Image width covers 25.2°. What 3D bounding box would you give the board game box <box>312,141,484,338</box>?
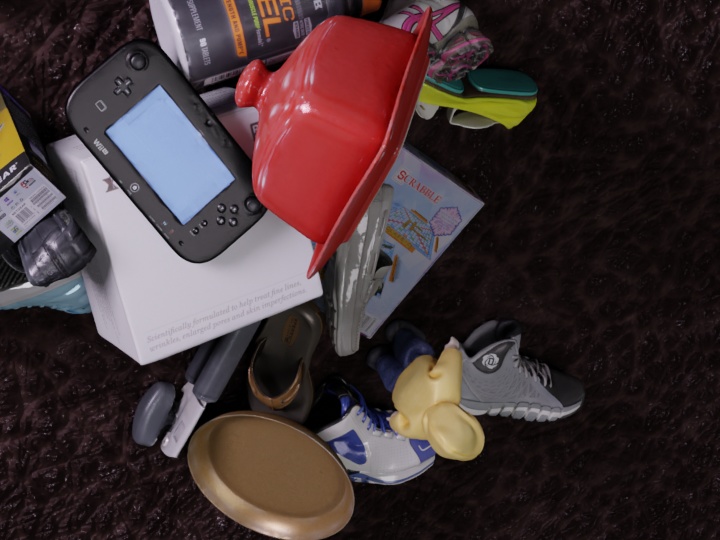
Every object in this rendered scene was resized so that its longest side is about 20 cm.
[{"bbox_3d":[0.000,-0.048,1.707,0.199,0.041,0.200,32,105,-38],"label":"board game box"}]

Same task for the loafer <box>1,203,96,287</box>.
[{"bbox_3d":[-0.297,-0.035,1.462,0.070,0.200,0.068,-37,116,-9],"label":"loafer"}]

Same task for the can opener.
[{"bbox_3d":[-0.179,0.112,1.722,0.066,0.053,0.201,16,113,-35],"label":"can opener"}]

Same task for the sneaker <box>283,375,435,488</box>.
[{"bbox_3d":[0.000,0.181,1.843,0.197,0.081,0.116,-5,127,-22],"label":"sneaker"}]

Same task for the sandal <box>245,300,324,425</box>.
[{"bbox_3d":[-0.085,0.109,1.732,0.081,0.055,0.201,26,134,7],"label":"sandal"}]

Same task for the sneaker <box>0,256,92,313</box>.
[{"bbox_3d":[-0.295,0.017,1.582,0.198,0.074,0.083,-17,124,-15],"label":"sneaker"}]

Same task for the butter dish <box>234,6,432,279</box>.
[{"bbox_3d":[-0.039,-0.134,1.398,0.146,0.201,0.200,26,137,-7],"label":"butter dish"}]

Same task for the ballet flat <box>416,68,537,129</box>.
[{"bbox_3d":[0.093,-0.182,1.650,0.198,0.067,0.067,9,132,-33],"label":"ballet flat"}]

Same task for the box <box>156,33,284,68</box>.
[{"bbox_3d":[-0.123,-0.275,1.491,0.141,0.036,0.202,-13,126,-18],"label":"box"}]

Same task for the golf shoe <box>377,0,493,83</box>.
[{"bbox_3d":[0.041,-0.225,1.541,0.072,0.093,0.199,-40,164,35],"label":"golf shoe"}]

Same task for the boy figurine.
[{"bbox_3d":[0.077,0.133,1.770,0.064,0.200,0.125,24,107,-36],"label":"boy figurine"}]

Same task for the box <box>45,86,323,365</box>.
[{"bbox_3d":[-0.165,-0.047,1.515,0.197,0.130,0.202,-20,108,-21],"label":"box"}]

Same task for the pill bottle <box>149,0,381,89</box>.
[{"bbox_3d":[-0.082,-0.239,1.443,0.198,0.106,0.107,-20,129,-13],"label":"pill bottle"}]

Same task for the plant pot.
[{"bbox_3d":[-0.097,0.224,1.795,0.197,0.028,0.202,12,134,13],"label":"plant pot"}]

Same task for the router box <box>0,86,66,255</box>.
[{"bbox_3d":[-0.367,-0.055,1.440,0.200,0.158,0.052,-41,130,4],"label":"router box"}]

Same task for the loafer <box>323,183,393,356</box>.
[{"bbox_3d":[0.000,0.000,1.667,0.069,0.070,0.202,-3,124,-13],"label":"loafer"}]

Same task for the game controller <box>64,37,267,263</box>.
[{"bbox_3d":[-0.167,-0.102,1.406,0.104,0.042,0.201,-44,114,-12],"label":"game controller"}]

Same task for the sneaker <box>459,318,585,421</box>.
[{"bbox_3d":[0.191,0.112,1.898,0.198,0.075,0.117,0,120,-26],"label":"sneaker"}]
